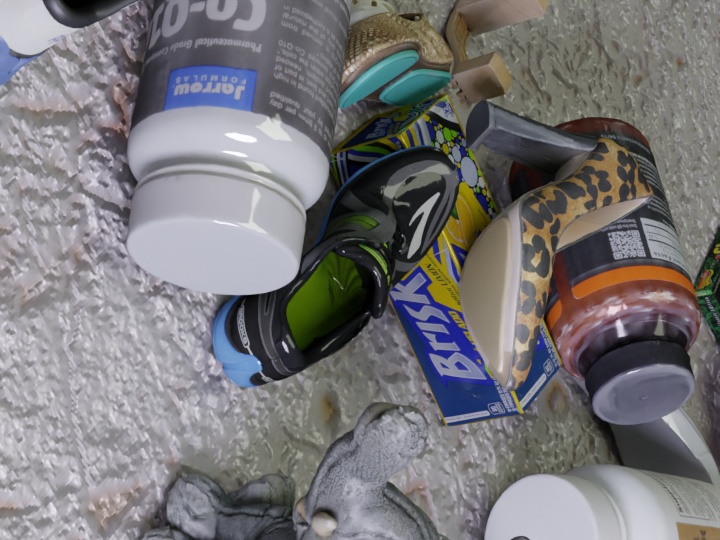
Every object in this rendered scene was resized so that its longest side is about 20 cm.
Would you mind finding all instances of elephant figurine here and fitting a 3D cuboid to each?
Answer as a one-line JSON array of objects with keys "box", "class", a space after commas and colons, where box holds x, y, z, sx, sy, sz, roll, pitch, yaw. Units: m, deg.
[{"box": [-0.010, 0.161, 1.041, 0.155, 0.199, 0.143, 22, 62, -48], "class": "elephant figurine"}]

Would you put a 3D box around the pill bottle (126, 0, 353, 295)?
[{"box": [-0.068, -0.096, 1.116, 0.114, 0.113, 0.202, 33, 54, -43], "class": "pill bottle"}]

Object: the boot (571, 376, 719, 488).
[{"box": [0.219, 0.082, 1.479, 0.201, 0.073, 0.096, 56, 48, -25], "class": "boot"}]

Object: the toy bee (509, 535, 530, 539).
[{"box": [0.035, 0.240, 1.182, 0.131, 0.108, 0.202, 31, 80, -54], "class": "toy bee"}]

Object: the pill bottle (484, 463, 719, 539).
[{"box": [0.174, 0.190, 1.354, 0.199, 0.114, 0.116, 15, 68, -50], "class": "pill bottle"}]

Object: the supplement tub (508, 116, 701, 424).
[{"box": [0.169, 0.002, 1.368, 0.107, 0.106, 0.202, 31, 38, -44], "class": "supplement tub"}]

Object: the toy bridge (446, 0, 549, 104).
[{"box": [0.097, -0.185, 1.403, 0.027, 0.067, 0.201, 54, 41, -28], "class": "toy bridge"}]

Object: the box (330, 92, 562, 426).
[{"box": [0.056, -0.004, 1.296, 0.070, 0.064, 0.201, -43, 113, -49], "class": "box"}]

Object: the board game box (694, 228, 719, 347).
[{"box": [0.336, -0.005, 1.708, 0.105, 0.023, 0.201, 56, 41, -23], "class": "board game box"}]

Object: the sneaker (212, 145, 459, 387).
[{"box": [0.000, 0.000, 1.173, 0.200, 0.082, 0.071, -44, 115, -33], "class": "sneaker"}]

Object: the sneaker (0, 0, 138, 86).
[{"box": [-0.133, -0.180, 1.053, 0.081, 0.114, 0.200, 52, 43, -31], "class": "sneaker"}]

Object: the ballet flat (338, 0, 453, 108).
[{"box": [0.006, -0.138, 1.247, 0.066, 0.070, 0.200, 59, 11, 5], "class": "ballet flat"}]

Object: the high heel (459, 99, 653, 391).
[{"box": [0.134, -0.005, 1.260, 0.141, 0.071, 0.202, 18, 57, -27], "class": "high heel"}]
